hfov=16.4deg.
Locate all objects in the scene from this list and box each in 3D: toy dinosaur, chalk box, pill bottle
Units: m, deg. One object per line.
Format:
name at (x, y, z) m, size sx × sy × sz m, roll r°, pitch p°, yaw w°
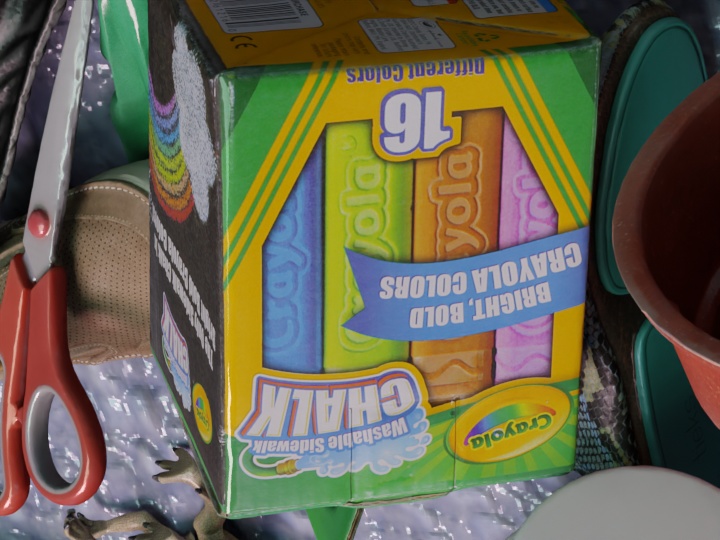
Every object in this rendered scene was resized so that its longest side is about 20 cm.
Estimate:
toy dinosaur at (-0.061, 0.131, 1.064) m, size 0.200 × 0.058 × 0.101 m, roll 3°, pitch 137°, yaw 41°
chalk box at (0.000, 0.000, 0.825) m, size 0.124 × 0.125 × 0.200 m, roll -6°, pitch 118°, yaw -13°
pill bottle at (0.085, 0.148, 0.880) m, size 0.114 × 0.114 × 0.200 m, roll 32°, pitch 158°, yaw 11°

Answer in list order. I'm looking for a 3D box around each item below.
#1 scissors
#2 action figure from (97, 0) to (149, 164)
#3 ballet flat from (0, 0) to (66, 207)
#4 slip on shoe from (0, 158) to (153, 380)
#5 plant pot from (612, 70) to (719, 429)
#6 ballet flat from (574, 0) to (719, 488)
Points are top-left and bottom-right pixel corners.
scissors at (-0.123, -0.007, 0.915) m, size 0.073 × 0.014 × 0.200 m, roll 5°, pitch 99°, yaw 40°
action figure at (-0.053, -0.083, 0.897) m, size 0.118 × 0.055 × 0.200 m, roll 11°, pitch 130°, yaw 29°
ballet flat at (-0.148, -0.061, 0.905) m, size 0.057 × 0.066 × 0.200 m, roll 54°, pitch 134°, yaw 48°
slip on shoe at (-0.112, 0.007, 0.956) m, size 0.200 × 0.061 × 0.076 m, roll -6°, pitch 118°, yaw 56°
plant pot at (0.195, 0.046, 0.742) m, size 0.201 × 0.201 × 0.195 m, roll 3°, pitch 129°, yaw 32°
ballet flat at (0.084, -0.003, 0.859) m, size 0.074 × 0.074 × 0.200 m, roll 9°, pitch 122°, yaw 28°
